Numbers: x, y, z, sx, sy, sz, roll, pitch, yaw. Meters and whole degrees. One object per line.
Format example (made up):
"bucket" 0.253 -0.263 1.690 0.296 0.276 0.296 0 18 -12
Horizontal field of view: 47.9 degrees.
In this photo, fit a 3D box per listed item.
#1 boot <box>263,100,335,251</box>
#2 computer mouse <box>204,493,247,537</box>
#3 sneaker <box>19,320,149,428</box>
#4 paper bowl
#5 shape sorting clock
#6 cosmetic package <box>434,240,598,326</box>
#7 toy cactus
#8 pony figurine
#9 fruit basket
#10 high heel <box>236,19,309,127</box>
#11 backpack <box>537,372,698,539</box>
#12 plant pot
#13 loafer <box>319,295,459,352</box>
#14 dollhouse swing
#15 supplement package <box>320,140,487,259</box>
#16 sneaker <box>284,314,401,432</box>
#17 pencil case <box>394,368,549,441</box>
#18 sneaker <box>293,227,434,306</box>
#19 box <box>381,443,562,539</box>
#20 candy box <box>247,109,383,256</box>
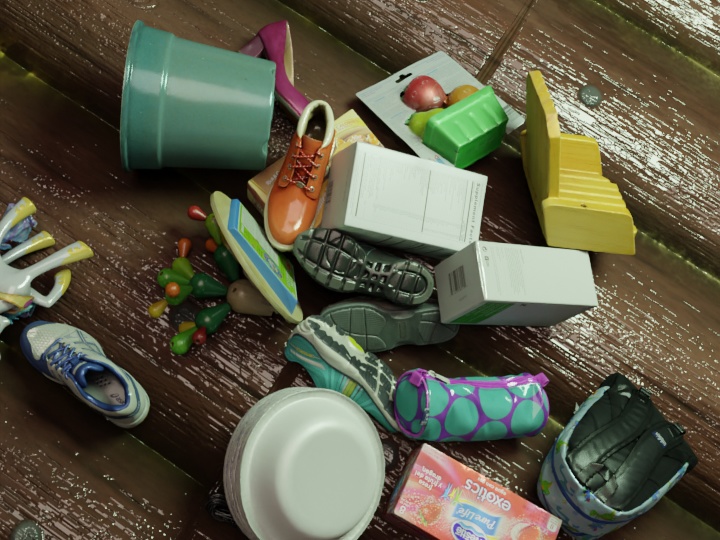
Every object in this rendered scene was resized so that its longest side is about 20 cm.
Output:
"boot" -0.081 -0.130 1.090 0.073 0.107 0.204 16 72 -4
"computer mouse" -0.106 0.245 1.046 0.108 0.044 0.202 28 70 4
"sneaker" -0.354 0.120 1.035 0.198 0.088 0.076 32 71 6
"paper bowl" -0.059 0.246 0.983 0.197 0.104 0.206 4 83 -31
"shape sorting clock" -0.136 -0.015 1.058 0.039 0.200 0.202 -37 78 6
"cosmetic package" 0.211 0.021 1.100 0.196 0.107 0.087 4 68 -27
"toy cactus" -0.192 0.019 1.098 0.162 0.103 0.204 16 60 -12
"pony figurine" -0.477 0.000 1.041 0.192 0.167 0.201 37 53 3
"fruit basket" 0.120 -0.242 1.235 0.183 0.095 0.200 -32 56 -24
"high heel" -0.098 -0.294 1.222 0.096 0.068 0.201 -37 75 -7
"backpack" 0.317 0.252 1.042 0.164 0.154 0.199 48 34 13
"plant pot" -0.219 -0.227 1.121 0.191 0.201 0.205 6 70 -9
"loafer" 0.037 0.069 1.127 0.195 0.063 0.074 1 111 -6
"dollhouse swing" 0.310 -0.161 1.133 0.177 0.179 0.202 6 37 -4
"supplement package" 0.059 -0.090 1.114 0.196 0.109 0.117 12 83 -20
"sneaker" -0.016 0.145 1.085 0.199 0.080 0.078 42 26 -4
"pencil case" 0.147 0.174 1.058 0.196 0.094 0.085 4 25 -24
"sneaker" 0.000 0.000 1.095 0.196 0.079 0.077 22 90 -9
"box" 0.136 0.313 1.023 0.197 0.103 0.096 29 70 2
"candy box" -0.054 -0.129 1.179 0.199 0.055 0.116 -38 79 -17
